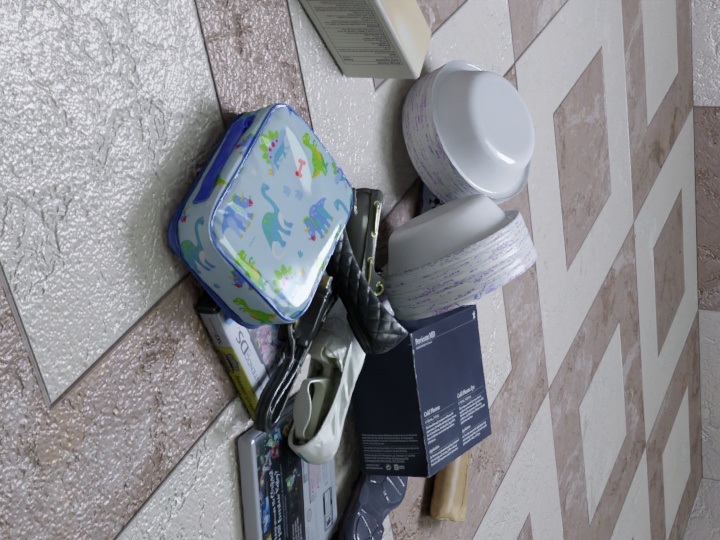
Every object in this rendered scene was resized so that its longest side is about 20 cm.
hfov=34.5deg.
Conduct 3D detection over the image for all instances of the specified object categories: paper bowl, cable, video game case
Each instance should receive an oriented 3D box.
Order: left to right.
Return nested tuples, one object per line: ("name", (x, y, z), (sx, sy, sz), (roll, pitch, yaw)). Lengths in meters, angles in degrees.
("video game case", (-0.096, 0.033, 1.276), (0.201, 0.025, 0.182), (-62, 145, -37))
("cable", (-0.078, 0.080, 1.276), (0.097, 0.050, 0.203), (60, 52, -74))
("video game case", (-0.081, 0.253, 1.353), (0.181, 0.023, 0.203), (-32, 123, -58))
("paper bowl", (0.116, -0.025, 1.476), (0.200, 0.199, 0.106), (-36, 103, -56))
("paper bowl", (0.158, -0.187, 1.568), (0.199, 0.104, 0.204), (19, 61, -39))

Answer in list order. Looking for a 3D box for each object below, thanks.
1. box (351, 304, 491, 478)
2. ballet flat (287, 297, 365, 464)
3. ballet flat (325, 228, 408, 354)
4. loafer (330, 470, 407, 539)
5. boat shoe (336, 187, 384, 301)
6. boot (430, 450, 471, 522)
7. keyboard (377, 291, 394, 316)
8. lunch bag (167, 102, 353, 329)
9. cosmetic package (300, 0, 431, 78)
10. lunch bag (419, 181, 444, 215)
("box", (0.080, 0.153, 1.526), (0.199, 0.103, 0.185), (-16, 101, -58))
("ballet flat", (-0.039, 0.119, 1.323), (0.069, 0.068, 0.203), (31, 70, -60))
("ballet flat", (-0.008, -0.003, 1.306), (0.066, 0.056, 0.203), (158, -91, -81))
("loafer", (0.005, 0.305, 1.509), (0.072, 0.063, 0.200), (54, 31, -13))
("boat shoe", (0.000, 0.001, 1.404), (0.072, 0.059, 0.205), (-97, -174, -77))
("boot", (0.135, 0.274, 1.741), (0.175, 0.065, 0.204), (21, 77, -62))
("keyboard", (0.066, 0.069, 1.622), (0.201, 0.011, 0.057), (57, 45, -50))
("lunch bag", (-0.098, -0.059, 1.170), (0.161, 0.082, 0.202), (49, 49, -33))
("cosmetic package", (-0.001, -0.307, 1.317), (0.200, 0.104, 0.072), (54, 48, -54))
("lunch bag", (0.139, -0.054, 1.677), (0.160, 0.074, 0.204), (19, 77, -65))
